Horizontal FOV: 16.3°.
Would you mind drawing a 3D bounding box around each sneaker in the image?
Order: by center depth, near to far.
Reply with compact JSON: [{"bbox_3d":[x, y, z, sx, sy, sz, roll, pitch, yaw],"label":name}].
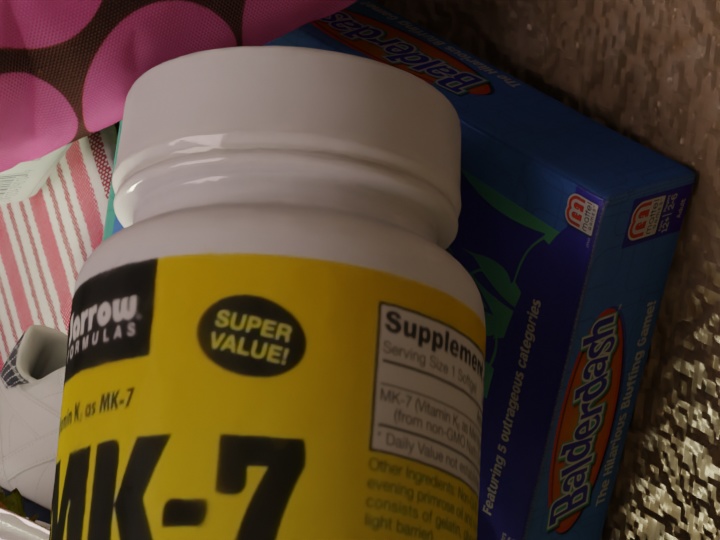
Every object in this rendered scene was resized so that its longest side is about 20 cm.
[{"bbox_3d":[-0.069,0.069,0.863,0.199,0.076,0.081,11,79,44],"label":"sneaker"}]

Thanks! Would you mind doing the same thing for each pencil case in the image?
[{"bbox_3d":[-0.044,-0.107,0.736,0.094,0.199,0.091,28,140,67],"label":"pencil case"}]

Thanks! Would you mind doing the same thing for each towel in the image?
[{"bbox_3d":[-0.123,-0.027,0.998,0.200,0.030,0.147,124,132,-56],"label":"towel"}]

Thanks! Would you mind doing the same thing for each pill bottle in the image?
[{"bbox_3d":[-0.024,0.051,0.667,0.114,0.114,0.202,-27,55,56],"label":"pill bottle"}]

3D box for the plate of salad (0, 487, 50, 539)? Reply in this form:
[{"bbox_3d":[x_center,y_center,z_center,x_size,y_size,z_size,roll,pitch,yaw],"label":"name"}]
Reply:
[{"bbox_3d":[-0.095,0.146,0.827,0.199,0.048,0.201,21,134,23],"label":"plate of salad"}]

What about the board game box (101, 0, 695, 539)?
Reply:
[{"bbox_3d":[0.000,0.000,0.785,0.199,0.045,0.153,32,123,37],"label":"board game box"}]

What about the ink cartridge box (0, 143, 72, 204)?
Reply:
[{"bbox_3d":[-0.136,-0.135,0.875,0.198,0.043,0.202,150,111,-74],"label":"ink cartridge box"}]
